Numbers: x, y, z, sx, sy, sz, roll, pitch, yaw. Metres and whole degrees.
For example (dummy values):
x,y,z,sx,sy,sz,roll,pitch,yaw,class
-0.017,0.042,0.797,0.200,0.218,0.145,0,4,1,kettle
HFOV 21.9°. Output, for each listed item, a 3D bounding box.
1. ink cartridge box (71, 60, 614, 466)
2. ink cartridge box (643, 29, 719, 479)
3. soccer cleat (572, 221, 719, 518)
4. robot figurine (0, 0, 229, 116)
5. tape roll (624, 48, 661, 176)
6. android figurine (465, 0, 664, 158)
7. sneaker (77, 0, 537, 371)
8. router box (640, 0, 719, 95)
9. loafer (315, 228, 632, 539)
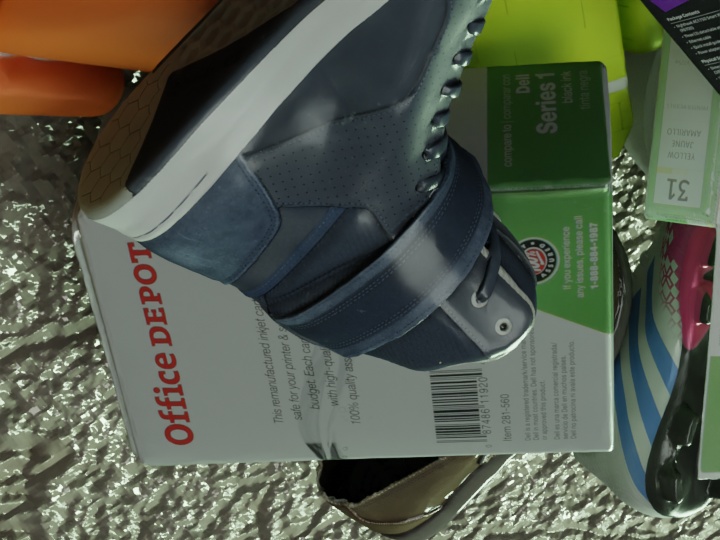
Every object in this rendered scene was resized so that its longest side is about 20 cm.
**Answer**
x,y,z,sx,sy,sz,roll,pitch,yaw,class
0.000,0.000,0.742,0.199,0.084,0.146,-2,132,6,ink cartridge box
0.183,-0.018,0.782,0.145,0.048,0.201,2,96,-38,ink cartridge box
0.143,0.012,0.849,0.070,0.086,0.201,7,100,-38,soccer cleat
-0.097,-0.129,0.624,0.199,0.117,0.144,4,157,-30,robot figurine
0.208,-0.107,0.854,0.202,0.037,0.203,-14,130,-17,tape roll
0.044,-0.090,0.761,0.182,0.041,0.200,-19,135,-1,android figurine
0.028,-0.055,0.599,0.146,0.077,0.202,35,116,-26,sneaker
0.204,-0.130,0.726,0.149,0.051,0.200,45,61,-22,router box
0.049,0.053,0.852,0.071,0.073,0.200,7,126,-46,loafer
